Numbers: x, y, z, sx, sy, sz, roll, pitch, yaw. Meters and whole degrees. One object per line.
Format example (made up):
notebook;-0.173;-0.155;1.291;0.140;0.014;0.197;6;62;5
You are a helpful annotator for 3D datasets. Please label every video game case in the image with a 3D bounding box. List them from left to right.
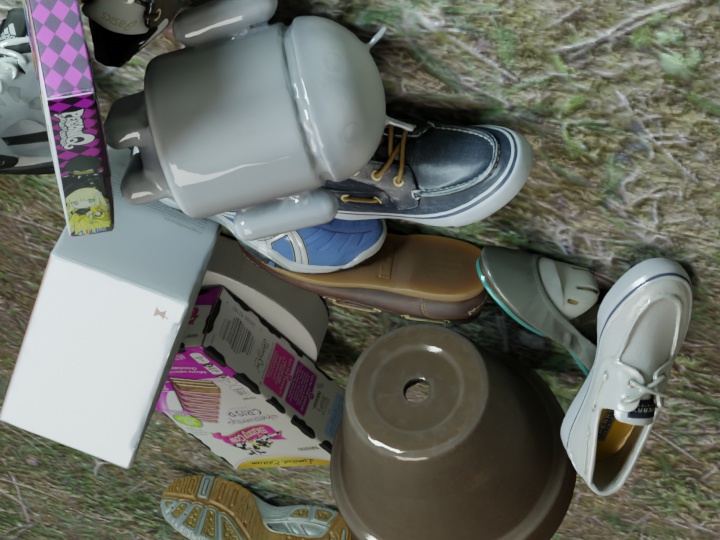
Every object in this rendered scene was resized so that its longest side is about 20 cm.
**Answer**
video game case;-0.196;-0.150;1.584;0.036;0.201;0.181;-10;155;-7

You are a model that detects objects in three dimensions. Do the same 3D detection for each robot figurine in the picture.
robot figurine;-0.069;-0.103;1.636;0.199;0.113;0.170;-14;113;6

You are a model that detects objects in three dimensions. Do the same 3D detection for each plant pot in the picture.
plant pot;0.063;0.128;1.924;0.199;0.201;0.175;10;156;17

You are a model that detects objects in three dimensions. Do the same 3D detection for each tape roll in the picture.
tape roll;-0.126;0.028;2.058;0.202;0.037;0.203;16;155;8

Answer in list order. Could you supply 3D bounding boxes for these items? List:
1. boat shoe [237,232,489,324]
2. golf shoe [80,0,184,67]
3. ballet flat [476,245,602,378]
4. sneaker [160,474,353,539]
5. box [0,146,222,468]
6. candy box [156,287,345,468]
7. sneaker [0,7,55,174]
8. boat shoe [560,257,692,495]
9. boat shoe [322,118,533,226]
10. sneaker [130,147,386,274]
boat shoe;0.000;0.000;1.878;0.199;0.071;0.070;17;153;5
golf shoe;-0.132;-0.198;1.556;0.077;0.095;0.200;20;153;0
ballet flat;0.164;0.029;1.853;0.064;0.068;0.200;-30;133;22
sneaker;-0.106;0.267;2.466;0.199;0.076;0.088;16;154;7
box;-0.180;0.023;1.844;0.106;0.200;0.153;21;117;-2
candy box;-0.111;0.094;2.064;0.136;0.061;0.200;-7;145;41
sneaker;-0.266;-0.127;1.730;0.075;0.116;0.200;-7;178;33
boat shoe;0.203;0.084;1.821;0.071;0.070;0.201;5;128;-21
boat shoe;0.018;-0.077;1.703;0.200;0.071;0.091;-5;154;41
sneaker;-0.070;-0.058;1.807;0.199;0.076;0.077;21;153;-14
